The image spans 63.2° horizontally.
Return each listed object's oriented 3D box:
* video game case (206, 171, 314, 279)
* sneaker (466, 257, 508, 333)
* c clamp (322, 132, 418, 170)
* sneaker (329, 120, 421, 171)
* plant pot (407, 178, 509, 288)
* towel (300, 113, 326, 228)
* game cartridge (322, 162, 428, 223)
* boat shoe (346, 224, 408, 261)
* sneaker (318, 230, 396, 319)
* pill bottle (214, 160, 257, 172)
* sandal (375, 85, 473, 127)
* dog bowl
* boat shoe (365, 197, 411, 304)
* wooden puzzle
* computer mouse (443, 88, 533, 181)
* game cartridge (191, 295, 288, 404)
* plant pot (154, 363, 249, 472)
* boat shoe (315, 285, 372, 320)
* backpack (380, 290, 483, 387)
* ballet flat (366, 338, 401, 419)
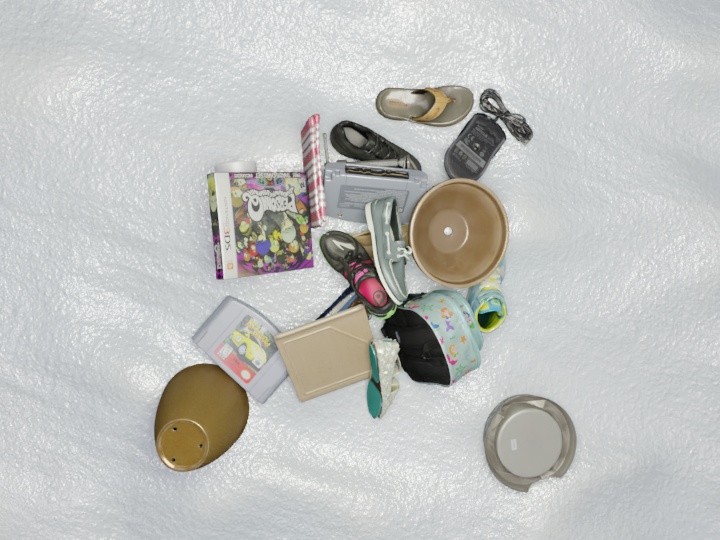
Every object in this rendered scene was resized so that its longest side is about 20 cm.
[{"bbox_3d":[-0.177,-0.086,1.069,0.197,0.035,0.187,-7,95,-40],"label":"video game case"},{"bbox_3d":[0.261,0.030,1.159,0.077,0.131,0.206,9,93,-4],"label":"sneaker"},{"bbox_3d":[0.024,-0.184,1.122,0.194,0.028,0.173,0,140,-4],"label":"c clamp"},{"bbox_3d":[0.032,-0.229,1.141,0.196,0.091,0.078,23,87,-7],"label":"sneaker"},{"bbox_3d":[0.181,-0.073,1.140,0.195,0.093,0.207,-1,96,-8],"label":"plant pot"},{"bbox_3d":[-0.086,-0.182,1.110,0.029,0.146,0.206,-5,95,-11],"label":"towel"},{"bbox_3d":[0.022,-0.144,1.132,0.194,0.135,0.041,5,51,-8],"label":"game cartridge"},{"bbox_3d":[0.027,-0.048,1.168,0.195,0.063,0.075,-10,99,-2],"label":"boat shoe"},{"bbox_3d":[0.000,0.000,1.090,0.077,0.084,0.200,-42,85,-7],"label":"sneaker"},{"bbox_3d":[-0.227,-0.102,1.123,0.108,0.111,0.206,-8,95,-3],"label":"pill bottle"},{"bbox_3d":[0.127,-0.333,1.154,0.194,0.055,0.084,5,90,-1],"label":"sandal"},{"bbox_3d":[0.348,0.355,1.228,0.194,0.059,0.206,0,94,-4],"label":"dog bowl"},{"bbox_3d":[0.061,-0.041,1.081,0.061,0.072,0.205,-20,73,22],"label":"boat shoe"},{"bbox_3d":[-0.060,0.163,1.155,0.181,0.038,0.203,-18,128,-3],"label":"wooden puzzle"},{"bbox_3d":[0.240,-0.250,1.178,0.138,0.053,0.200,43,80,-1],"label":"computer mouse"},{"bbox_3d":[-0.225,0.154,1.182,0.200,0.041,0.134,43,87,-6],"label":"game cartridge"},{"bbox_3d":[-0.312,0.291,1.105,0.181,0.200,0.192,0,94,-4],"label":"plant pot"},{"bbox_3d":[-0.013,0.077,1.179,0.199,0.072,0.072,-42,101,10],"label":"boat shoe"},{"bbox_3d":[0.147,0.127,1.125,0.148,0.200,0.181,-25,95,-16],"label":"backpack"},{"bbox_3d":[0.051,0.216,1.160,0.070,0.073,0.204,-2,127,-4],"label":"ballet flat"}]
